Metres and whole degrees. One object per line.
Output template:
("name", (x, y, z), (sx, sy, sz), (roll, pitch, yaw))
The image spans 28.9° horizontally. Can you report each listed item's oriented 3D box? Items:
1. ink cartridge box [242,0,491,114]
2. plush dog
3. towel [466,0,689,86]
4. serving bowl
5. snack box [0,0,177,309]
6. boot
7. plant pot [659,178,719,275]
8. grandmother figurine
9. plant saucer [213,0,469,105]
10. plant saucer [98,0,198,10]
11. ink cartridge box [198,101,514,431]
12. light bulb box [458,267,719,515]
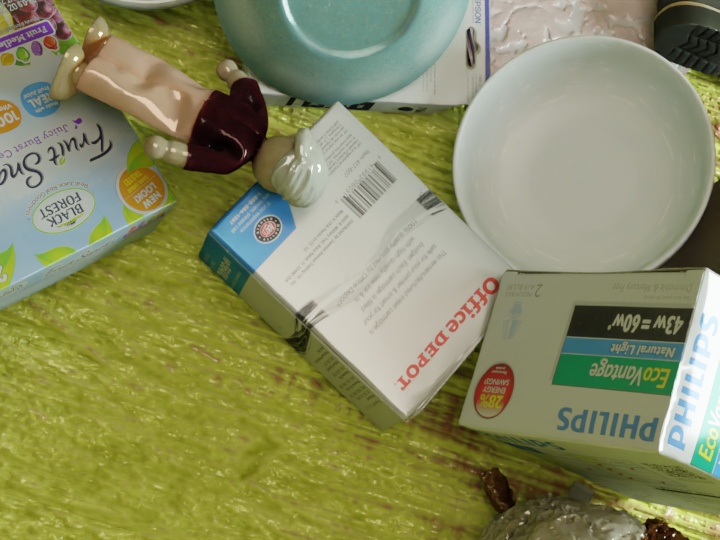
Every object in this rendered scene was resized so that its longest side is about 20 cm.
("ink cartridge box", (0.005, -0.178, 1.116), (0.198, 0.039, 0.100), (3, 81, -11))
("plush dog", (0.145, 0.209, 0.989), (0.199, 0.172, 0.162), (-16, 81, -15))
("towel", (0.169, -0.245, 1.177), (0.198, 0.032, 0.193), (-8, 79, -14))
("serving bowl", (0.173, -0.076, 1.086), (0.198, 0.066, 0.202), (-3, 76, 12))
("snack box", (-0.256, -0.088, 1.005), (0.168, 0.068, 0.201), (-31, 87, -33))
("boot", (0.338, -0.225, 1.184), (0.199, 0.077, 0.139), (20, 61, -26))
("plant pot", (0.330, -0.012, 1.069), (0.199, 0.173, 0.202), (11, 71, -34))
("grandmother figurine", (-0.111, -0.107, 0.990), (0.199, 0.061, 0.122), (29, 56, 2))
("plant saucer", (-0.009, -0.213, 1.031), (0.199, 0.039, 0.203), (-4, 116, -8))
("plant saucer", (-0.172, -0.291, 1.098), (0.198, 0.050, 0.202), (3, 76, -12))
("ink cartridge box", (0.000, 0.000, 1.051), (0.200, 0.084, 0.146), (44, 71, -1))
("light bulb box", (0.215, 0.090, 0.985), (0.199, 0.198, 0.126), (26, 75, -33))
